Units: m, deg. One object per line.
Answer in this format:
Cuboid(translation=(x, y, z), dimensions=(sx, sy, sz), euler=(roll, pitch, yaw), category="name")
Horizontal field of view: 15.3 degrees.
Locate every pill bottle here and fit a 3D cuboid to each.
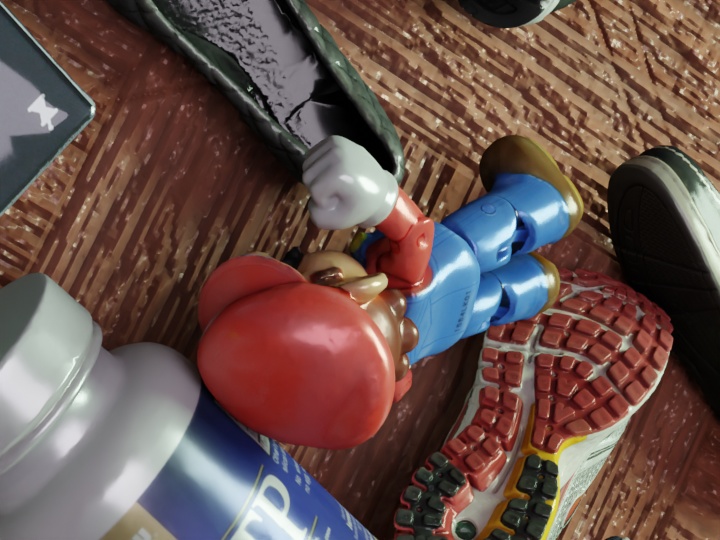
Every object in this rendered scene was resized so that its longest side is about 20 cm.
Cuboid(translation=(-0.087, 0.100, 1.074), dimensions=(0.200, 0.120, 0.120), euler=(44, 72, -20), category="pill bottle")

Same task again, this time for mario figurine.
Cuboid(translation=(0.000, 0.000, 1.098), dimensions=(0.200, 0.106, 0.124), euler=(-25, 104, -47), category="mario figurine")

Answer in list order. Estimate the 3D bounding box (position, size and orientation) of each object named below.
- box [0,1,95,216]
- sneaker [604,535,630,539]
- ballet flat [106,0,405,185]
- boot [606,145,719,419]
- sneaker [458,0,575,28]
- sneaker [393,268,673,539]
Cuboid(translation=(-0.228, -0.027, 0.958), dimensions=(0.123, 0.198, 0.200), euler=(48, 71, -19), category="box")
Cuboid(translation=(0.082, 0.202, 1.144), dimensions=(0.146, 0.077, 0.203), euler=(-29, 143, -27), category="sneaker")
Cuboid(translation=(-0.050, -0.108, 1.122), dimensions=(0.200, 0.057, 0.067), euler=(45, 75, -16), category="ballet flat")
Cuboid(translation=(0.211, -0.008, 1.247), dimensions=(0.150, 0.073, 0.200), euler=(-42, 112, -19), category="boot")
Cuboid(translation=(0.055, -0.206, 1.178), dimensions=(0.079, 0.074, 0.202), euler=(-16, 92, -56), category="sneaker")
Cuboid(translation=(0.070, 0.078, 1.184), dimensions=(0.078, 0.082, 0.200), euler=(32, 58, 13), category="sneaker")
